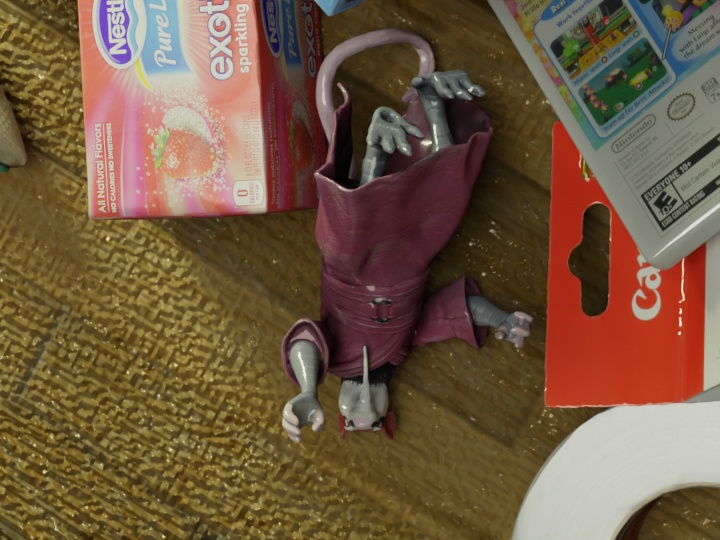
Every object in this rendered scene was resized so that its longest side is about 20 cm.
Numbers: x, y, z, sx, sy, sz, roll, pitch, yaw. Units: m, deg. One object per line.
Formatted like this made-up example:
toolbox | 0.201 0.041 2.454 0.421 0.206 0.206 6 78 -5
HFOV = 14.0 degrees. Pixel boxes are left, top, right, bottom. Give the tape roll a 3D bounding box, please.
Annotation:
tape roll | 0.176 0.152 1.440 0.200 0.066 0.200 1 93 18

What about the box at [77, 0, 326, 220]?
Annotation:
box | -0.082 -0.127 1.492 0.103 0.095 0.200 -1 93 19

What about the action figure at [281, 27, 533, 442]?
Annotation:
action figure | 0.000 0.000 1.470 0.149 0.134 0.200 51 141 45

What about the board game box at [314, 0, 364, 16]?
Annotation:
board game box | 0.013 -0.215 1.402 0.151 0.200 0.037 48 142 17

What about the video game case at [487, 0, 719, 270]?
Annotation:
video game case | 0.178 -0.128 1.412 0.200 0.024 0.182 -38 59 17

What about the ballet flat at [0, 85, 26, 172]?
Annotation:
ballet flat | -0.246 -0.131 1.563 0.200 0.067 0.062 37 94 12

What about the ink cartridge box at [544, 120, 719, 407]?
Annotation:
ink cartridge box | 0.183 -0.019 1.404 0.200 0.047 0.160 -4 65 17
